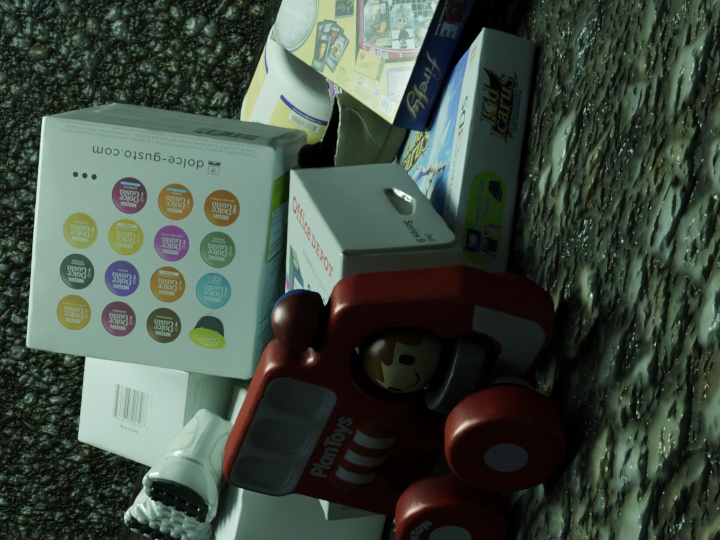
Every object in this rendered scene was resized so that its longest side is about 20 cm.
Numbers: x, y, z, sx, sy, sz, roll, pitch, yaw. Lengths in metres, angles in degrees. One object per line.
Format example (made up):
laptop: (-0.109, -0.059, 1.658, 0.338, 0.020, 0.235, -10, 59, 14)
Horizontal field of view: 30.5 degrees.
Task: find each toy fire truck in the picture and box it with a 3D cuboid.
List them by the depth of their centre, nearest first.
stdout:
toy fire truck: (0.019, 0.074, 0.753, 0.113, 0.166, 0.201, -89, 17, -45)

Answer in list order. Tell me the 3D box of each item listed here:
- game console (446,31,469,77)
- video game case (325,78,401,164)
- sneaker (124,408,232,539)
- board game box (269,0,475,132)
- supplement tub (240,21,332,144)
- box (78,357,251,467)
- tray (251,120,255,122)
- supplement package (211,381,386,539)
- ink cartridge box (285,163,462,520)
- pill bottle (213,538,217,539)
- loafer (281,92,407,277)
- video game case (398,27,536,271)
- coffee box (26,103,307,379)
game console: (0.087, -0.227, 1.141, 0.176, 0.116, 0.200, -48, 7, -12)
video game case: (0.002, -0.192, 1.210, 0.181, 0.035, 0.203, -154, 50, -71)
sneaker: (-0.144, 0.179, 1.094, 0.082, 0.074, 0.200, -68, 7, -31)
board game box: (0.008, -0.211, 1.046, 0.200, 0.034, 0.137, 42, 117, 46)
supplement tub: (-0.051, -0.184, 1.438, 0.200, 0.144, 0.147, 125, 156, -61)
box: (-0.151, 0.114, 1.248, 0.199, 0.123, 0.099, -9, -71, -58)
tray: (-0.084, -0.072, 1.346, 0.200, 0.022, 0.109, -132, 52, -58)
supplement package: (-0.052, 0.174, 1.098, 0.200, 0.118, 0.123, -168, 92, -79)
ink cartridge box: (0.002, 0.045, 0.909, 0.146, 0.086, 0.202, -123, 34, -58)
pill bottle: (-0.099, 0.343, 1.161, 0.109, 0.107, 0.203, 134, 147, -68)
loafer: (-0.027, -0.072, 1.120, 0.202, 0.067, 0.076, -64, 23, 23)
video game case: (0.065, -0.053, 0.984, 0.200, 0.045, 0.184, 132, 150, -67)
coffee box: (-0.165, -0.032, 1.174, 0.200, 0.197, 0.201, -66, -16, -79)
